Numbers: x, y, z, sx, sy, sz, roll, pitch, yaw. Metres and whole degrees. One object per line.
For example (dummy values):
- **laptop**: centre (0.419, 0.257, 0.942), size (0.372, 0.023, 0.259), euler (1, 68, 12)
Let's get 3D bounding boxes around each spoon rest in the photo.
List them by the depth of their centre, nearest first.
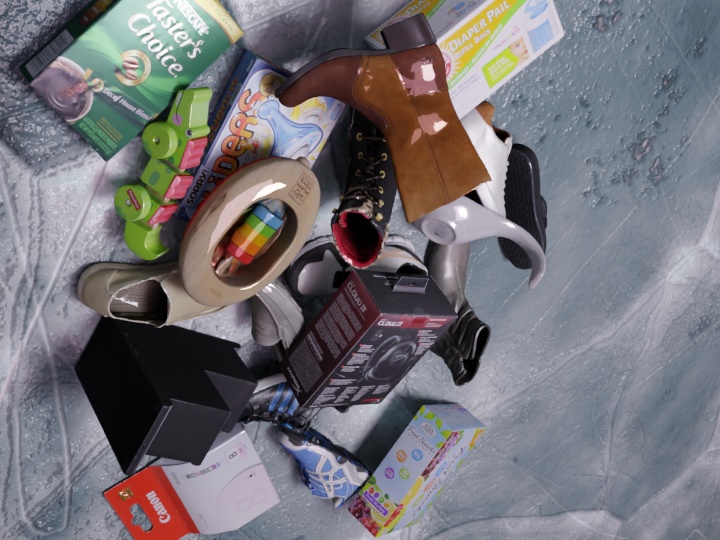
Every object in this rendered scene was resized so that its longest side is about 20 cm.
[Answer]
- **spoon rest**: centre (0.154, -0.050, 1.261), size (0.061, 0.199, 0.100), euler (-60, 178, -31)

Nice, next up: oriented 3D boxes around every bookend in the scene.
- **bookend**: centre (-0.202, 0.153, 1.122), size (0.199, 0.199, 0.093), euler (20, 106, -41)

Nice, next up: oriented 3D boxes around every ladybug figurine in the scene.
- **ladybug figurine**: centre (-0.128, -0.051, 1.078), size (0.200, 0.072, 0.136), euler (-47, 134, 2)

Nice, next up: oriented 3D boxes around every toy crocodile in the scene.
- **toy crocodile**: centre (-0.205, -0.105, 1.028), size (0.201, 0.061, 0.067), euler (-61, 167, 19)

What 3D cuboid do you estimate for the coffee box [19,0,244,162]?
- **coffee box**: centre (-0.227, -0.222, 0.970), size (0.200, 0.044, 0.123), euler (-43, 133, -3)

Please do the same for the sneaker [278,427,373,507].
- **sneaker**: centre (-0.056, 0.286, 1.386), size (0.077, 0.076, 0.200), euler (-49, 131, -3)

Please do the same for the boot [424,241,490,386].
- **boot**: centre (0.142, 0.049, 1.329), size (0.067, 0.131, 0.202), euler (-6, 122, -30)

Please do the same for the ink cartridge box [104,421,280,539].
- **ink cartridge box**: centre (-0.223, 0.309, 1.311), size (0.199, 0.057, 0.164), euler (-33, 132, -18)

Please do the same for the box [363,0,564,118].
- **box**: centre (0.122, -0.274, 1.128), size (0.200, 0.101, 0.113), euler (-40, 132, -5)

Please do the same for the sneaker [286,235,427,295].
- **sneaker**: centre (0.000, 0.000, 1.241), size (0.198, 0.080, 0.074), euler (-10, 125, -27)

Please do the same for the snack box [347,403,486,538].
- **snack box**: centre (0.090, 0.300, 1.462), size (0.201, 0.068, 0.168), euler (-54, 156, 9)

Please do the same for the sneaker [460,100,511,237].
- **sneaker**: centre (0.175, -0.133, 1.274), size (0.084, 0.073, 0.201), euler (-31, 130, -9)

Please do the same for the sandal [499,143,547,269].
- **sandal**: centre (0.236, -0.088, 1.347), size (0.048, 0.075, 0.202), euler (-35, 134, -33)

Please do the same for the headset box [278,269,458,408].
- **headset box**: centre (0.015, 0.082, 1.206), size (0.148, 0.078, 0.200), euler (3, 134, -46)

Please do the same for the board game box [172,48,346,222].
- **board game box**: centre (-0.120, -0.134, 1.104), size (0.135, 0.034, 0.201), euler (19, 107, -40)

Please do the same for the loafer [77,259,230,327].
- **loafer**: centre (-0.225, 0.031, 1.117), size (0.198, 0.068, 0.076), euler (-4, 121, -32)

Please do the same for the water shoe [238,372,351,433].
- **water shoe**: centre (-0.096, 0.179, 1.277), size (0.198, 0.079, 0.072), euler (-17, 161, -24)

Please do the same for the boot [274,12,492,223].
- **boot**: centre (0.023, -0.149, 1.042), size (0.187, 0.069, 0.202), euler (-22, 100, 1)

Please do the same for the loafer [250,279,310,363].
- **loafer**: centre (-0.107, 0.064, 1.206), size (0.070, 0.070, 0.201), euler (-39, 140, -8)

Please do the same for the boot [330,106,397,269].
- **boot**: centre (0.009, -0.115, 1.110), size (0.072, 0.152, 0.201), euler (9, 139, 6)
